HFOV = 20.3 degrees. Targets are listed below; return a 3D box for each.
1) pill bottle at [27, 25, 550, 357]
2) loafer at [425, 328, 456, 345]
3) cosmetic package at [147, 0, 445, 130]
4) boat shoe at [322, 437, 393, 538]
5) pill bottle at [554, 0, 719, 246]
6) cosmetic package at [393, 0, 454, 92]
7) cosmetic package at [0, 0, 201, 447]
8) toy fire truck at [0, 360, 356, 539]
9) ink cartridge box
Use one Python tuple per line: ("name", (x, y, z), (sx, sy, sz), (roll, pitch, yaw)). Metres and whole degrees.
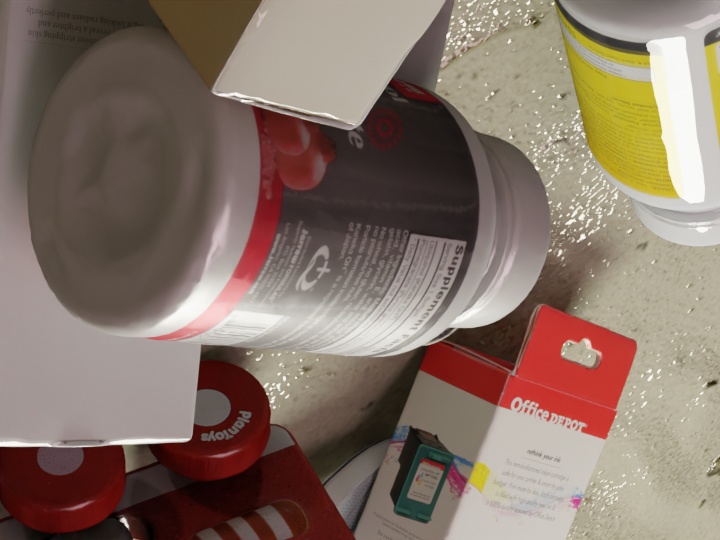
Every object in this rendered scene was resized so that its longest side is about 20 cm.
("pill bottle", (-0.018, -0.024, 0.770), (0.200, 0.111, 0.111), (7, 126, -48))
("loafer", (0.000, 0.000, 1.024), (0.070, 0.070, 0.200), (-45, 143, 11))
("cosmetic package", (-0.045, -0.154, 0.709), (0.071, 0.200, 0.105), (9, 124, -44))
("boat shoe", (-0.044, 0.164, 1.176), (0.200, 0.067, 0.074), (-44, 136, -27))
("pill bottle", (0.162, -0.101, 1.009), (0.112, 0.112, 0.200), (-31, 144, -7))
("cosmetic package", (-0.024, -0.104, 0.862), (0.090, 0.107, 0.200), (-18, 138, -24))
("cosmetic package", (-0.121, -0.033, 0.803), (0.113, 0.081, 0.201), (6, 94, -42))
("toy fire truck", (-0.096, 0.153, 1.033), (0.199, 0.168, 0.112), (-19, 140, -22))
("ink cartridge box", (0.076, 0.114, 1.181), (0.116, 0.067, 0.201), (21, 92, -49))
